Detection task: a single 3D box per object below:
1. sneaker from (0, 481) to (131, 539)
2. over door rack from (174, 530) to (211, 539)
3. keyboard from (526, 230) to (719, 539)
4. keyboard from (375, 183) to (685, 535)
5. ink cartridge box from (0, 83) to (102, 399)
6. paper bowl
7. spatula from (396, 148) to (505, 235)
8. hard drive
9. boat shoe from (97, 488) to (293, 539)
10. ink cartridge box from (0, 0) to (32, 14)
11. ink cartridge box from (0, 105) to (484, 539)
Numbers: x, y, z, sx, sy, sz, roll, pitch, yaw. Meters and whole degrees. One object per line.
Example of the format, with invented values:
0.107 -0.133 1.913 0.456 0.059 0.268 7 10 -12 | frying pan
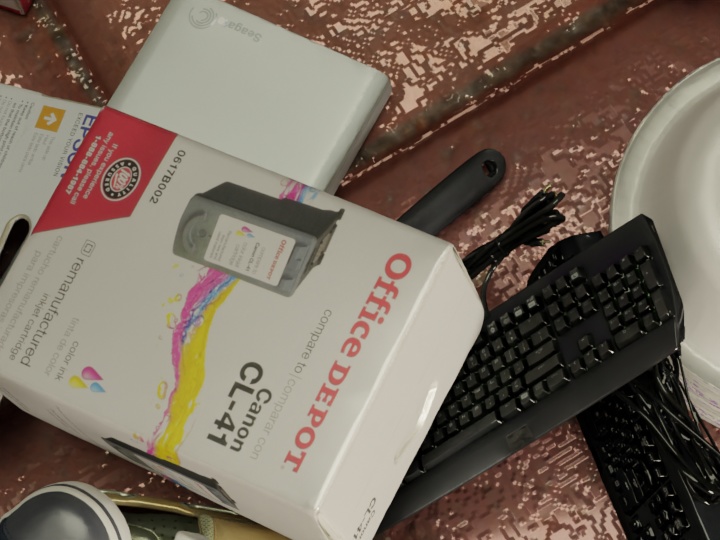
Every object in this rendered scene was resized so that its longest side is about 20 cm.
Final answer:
-0.170 0.187 0.943 0.078 0.079 0.200 31 100 15 | sneaker
-0.158 0.184 1.013 0.147 0.067 0.200 23 99 15 | over door rack
0.124 0.073 1.022 0.040 0.104 0.200 -10 65 -28 | keyboard
0.062 0.032 1.038 0.200 0.021 0.127 -34 47 23 | keyboard
-0.246 -0.013 1.126 0.199 0.043 0.197 15 70 15 | ink cartridge box
0.222 -0.021 1.049 0.200 0.104 0.201 -2 69 4 | paper bowl
0.000 0.000 1.102 0.200 0.021 0.057 -38 101 -13 | spatula
-0.087 -0.042 1.133 0.132 0.026 0.200 25 74 15 | hard drive
-0.068 0.145 1.030 0.199 0.076 0.072 7 70 9 | boat shoe
-0.217 -0.266 1.201 0.144 0.084 0.200 20 73 13 | ink cartridge box
-0.063 0.028 1.017 0.200 0.086 0.148 21 74 23 | ink cartridge box
